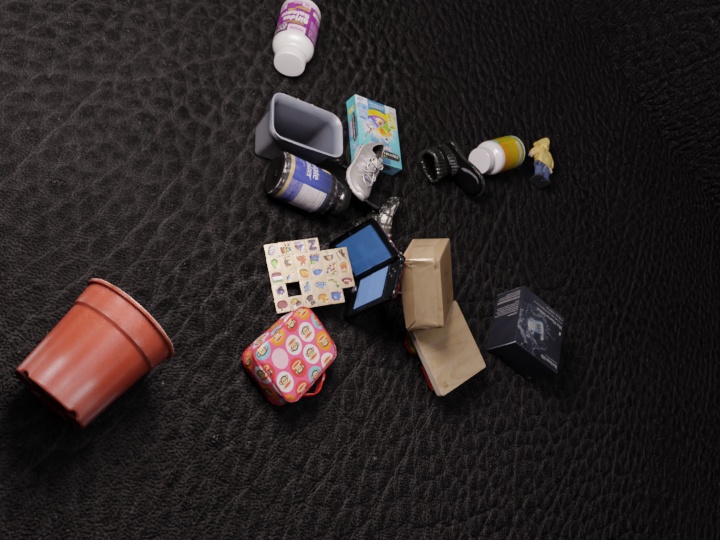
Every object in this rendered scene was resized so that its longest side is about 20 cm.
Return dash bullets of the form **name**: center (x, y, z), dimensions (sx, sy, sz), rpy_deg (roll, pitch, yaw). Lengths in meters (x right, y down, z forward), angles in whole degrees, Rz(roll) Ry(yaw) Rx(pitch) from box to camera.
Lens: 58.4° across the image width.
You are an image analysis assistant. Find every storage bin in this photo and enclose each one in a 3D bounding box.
- **storage bin**: center (-0.164, -0.336, 1.598), dimensions (0.199, 0.134, 0.146), rpy_deg (13, 64, -35)

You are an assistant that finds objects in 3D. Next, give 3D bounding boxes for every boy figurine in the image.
- **boy figurine**: center (0.650, -0.403, 2.335), dimensions (0.124, 0.064, 0.201), rpy_deg (26, 56, -28)

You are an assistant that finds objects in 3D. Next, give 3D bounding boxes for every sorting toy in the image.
- **sorting toy**: center (0.215, 0.210, 1.721), dimensions (0.199, 0.069, 0.200), rpy_deg (-22, 86, -42)

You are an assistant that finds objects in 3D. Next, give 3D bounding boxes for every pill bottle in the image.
- **pill bottle**: center (-0.127, -0.204, 1.588), dimensions (0.199, 0.112, 0.112), rpy_deg (21, 60, -32)
- **pill bottle**: center (-0.174, -0.622, 1.723), dimensions (0.112, 0.112, 0.201), rpy_deg (25, 57, -29)
- **pill bottle**: center (0.446, -0.376, 2.125), dimensions (0.199, 0.111, 0.112), rpy_deg (-22, 86, -42)

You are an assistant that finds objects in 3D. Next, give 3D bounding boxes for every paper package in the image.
- **paper package**: center (0.170, 0.030, 1.637), dimensions (0.200, 0.103, 0.192), rpy_deg (-54, 140, -66)

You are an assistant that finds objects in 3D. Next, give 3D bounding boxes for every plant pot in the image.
- **plant pot**: center (-0.468, 0.153, 1.122), dimensions (0.201, 0.200, 0.195), rpy_deg (48, 58, -13)

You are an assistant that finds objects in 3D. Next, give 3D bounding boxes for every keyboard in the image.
- **keyboard**: center (-0.030, -0.240, 1.714), dimensions (0.199, 0.021, 0.127), rpy_deg (32, 32, -19)

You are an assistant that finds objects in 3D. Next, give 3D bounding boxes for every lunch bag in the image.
- **lunch bag**: center (-0.144, 0.197, 1.426), dimensions (0.177, 0.082, 0.200), rpy_deg (55, 48, -8)

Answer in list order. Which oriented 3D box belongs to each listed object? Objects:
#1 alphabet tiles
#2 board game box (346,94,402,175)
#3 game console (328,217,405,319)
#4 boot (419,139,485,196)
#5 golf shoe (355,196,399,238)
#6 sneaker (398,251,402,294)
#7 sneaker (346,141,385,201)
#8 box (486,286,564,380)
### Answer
- **alphabet tiles**: center (-0.117, 0.005, 1.529), dimensions (0.199, 0.008, 0.168), rpy_deg (-9, 76, -18)
- **board game box**: center (0.039, -0.386, 1.842), dimensions (0.150, 0.047, 0.201), rpy_deg (9, 66, -36)
- **game console**: center (0.000, 0.000, 1.546), dimensions (0.118, 0.200, 0.173), rpy_deg (30, 56, -25)
- **boot**: center (0.280, -0.296, 1.976), dimensions (0.211, 0.079, 0.158), rpy_deg (51, 41, 4)
- **golf shoe**: center (0.054, -0.127, 1.742), dimensions (0.200, 0.077, 0.095), rpy_deg (-49, 126, -42)
- **sneaker**: center (0.092, 0.001, 1.689), dimensions (0.199, 0.099, 0.071), rpy_deg (28, 55, -29)
- **sneaker**: center (0.019, -0.267, 1.670), dimensions (0.075, 0.082, 0.201), rpy_deg (41, 42, -37)
- **box**: center (0.497, 0.189, 1.928), dimensions (0.196, 0.117, 0.201), rpy_deg (35, 55, -23)
